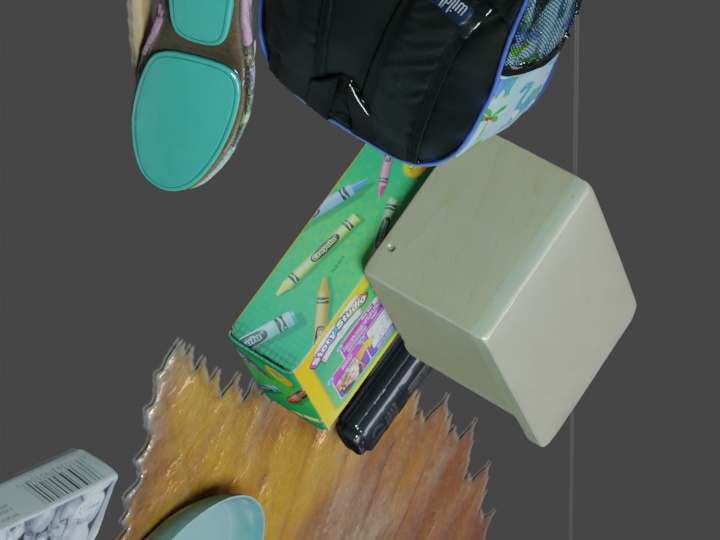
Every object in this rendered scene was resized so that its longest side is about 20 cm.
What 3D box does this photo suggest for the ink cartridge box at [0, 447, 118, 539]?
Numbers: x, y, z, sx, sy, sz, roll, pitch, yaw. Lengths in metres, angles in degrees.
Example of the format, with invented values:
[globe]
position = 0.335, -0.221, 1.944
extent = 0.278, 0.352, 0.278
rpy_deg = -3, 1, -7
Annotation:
[ink cartridge box]
position = -0.244, 0.221, 1.487
extent = 0.198, 0.043, 0.200
rpy_deg = -24, 141, -56

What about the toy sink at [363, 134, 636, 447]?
[toy sink]
position = 0.097, 0.012, 1.699
extent = 0.130, 0.112, 0.200
rpy_deg = -55, 153, -12

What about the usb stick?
[usb stick]
position = 0.049, 0.055, 1.919
extent = 0.200, 0.033, 0.055
rpy_deg = -54, 165, -13

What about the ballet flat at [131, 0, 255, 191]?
[ballet flat]
position = -0.083, -0.134, 1.353
extent = 0.071, 0.069, 0.200
rpy_deg = -65, 168, -47

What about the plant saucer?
[plant saucer]
position = -0.140, 0.240, 1.758
extent = 0.200, 0.027, 0.200
rpy_deg = -46, 155, -30

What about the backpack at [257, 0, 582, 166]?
[backpack]
position = 0.044, -0.172, 1.408
extent = 0.147, 0.183, 0.200
rpy_deg = -36, 154, -42

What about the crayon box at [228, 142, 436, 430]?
[crayon box]
position = 0.000, 0.000, 1.702
extent = 0.200, 0.058, 0.119
rpy_deg = -54, 158, -13
